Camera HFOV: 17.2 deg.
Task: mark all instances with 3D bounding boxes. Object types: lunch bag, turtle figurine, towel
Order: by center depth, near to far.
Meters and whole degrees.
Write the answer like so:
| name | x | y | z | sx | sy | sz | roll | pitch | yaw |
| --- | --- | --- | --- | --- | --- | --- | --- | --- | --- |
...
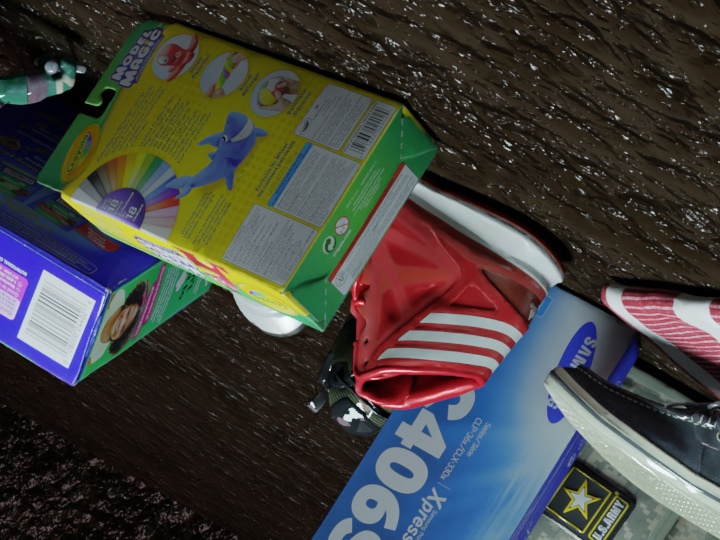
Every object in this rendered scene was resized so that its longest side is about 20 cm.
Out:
| name | x | y | z | sx | sy | sz | roll | pitch | yaw |
| --- | --- | --- | --- | --- | --- | --- | --- | --- | --- |
| towel | 0.218 | 0.058 | 1.180 | 0.144 | 0.023 | 0.200 | 39 | 167 | -25 |
| lunch bag | 0.154 | 0.156 | 1.385 | 0.200 | 0.164 | 0.118 | 37 | 173 | -23 |
| turtle figurine | -0.244 | -0.134 | 1.433 | 0.150 | 0.101 | 0.200 | 29 | 162 | 18 |

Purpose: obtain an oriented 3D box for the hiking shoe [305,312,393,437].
| name | x | y | z | sx | sy | sz | roll | pitch | yaw |
| --- | --- | --- | --- | --- | --- | --- | --- | --- | --- |
| hiking shoe | 0.032 | 0.065 | 1.485 | 0.076 | 0.101 | 0.200 | 36 | 168 | -17 |

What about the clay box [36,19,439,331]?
| name | x | y | z | sx | sy | sz | roll | pitch | yaw |
| --- | --- | --- | --- | --- | --- | --- | --- | --- | --- |
| clay box | -0.069 | -0.055 | 1.237 | 0.200 | 0.115 | 0.048 | 23 | 166 | 41 |

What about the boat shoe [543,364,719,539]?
| name | x | y | z | sx | sy | sz | roll | pitch | yaw |
| --- | --- | --- | --- | --- | --- | --- | --- | --- | --- |
| boat shoe | 0.183 | 0.097 | 1.225 | 0.200 | 0.062 | 0.075 | 29 | 169 | 28 |

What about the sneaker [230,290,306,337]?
| name | x | y | z | sx | sy | sz | roll | pitch | yaw |
| --- | --- | --- | --- | --- | --- | --- | --- | --- | --- |
| sneaker | -0.083 | -0.046 | 1.412 | 0.200 | 0.080 | 0.086 | 32 | 154 | 47 |

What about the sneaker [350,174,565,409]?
| name | x | y | z | sx | sy | sz | roll | pitch | yaw |
| --- | --- | --- | --- | --- | --- | --- | --- | --- | --- |
| sneaker | 0.000 | 0.000 | 1.276 | 0.200 | 0.116 | 0.078 | 24 | 165 | 34 |

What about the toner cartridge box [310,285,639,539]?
| name | x | y | z | sx | sy | sz | roll | pitch | yaw |
| --- | --- | --- | --- | --- | --- | --- | --- | --- | --- |
| toner cartridge box | 0.062 | 0.099 | 1.305 | 0.095 | 0.200 | 0.043 | 28 | 167 | 17 |

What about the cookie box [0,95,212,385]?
| name | x | y | z | sx | sy | sz | roll | pitch | yaw |
| --- | --- | --- | --- | --- | --- | --- | --- | --- | --- |
| cookie box | -0.194 | -0.028 | 1.520 | 0.171 | 0.075 | 0.200 | 30 | -154 | 11 |
